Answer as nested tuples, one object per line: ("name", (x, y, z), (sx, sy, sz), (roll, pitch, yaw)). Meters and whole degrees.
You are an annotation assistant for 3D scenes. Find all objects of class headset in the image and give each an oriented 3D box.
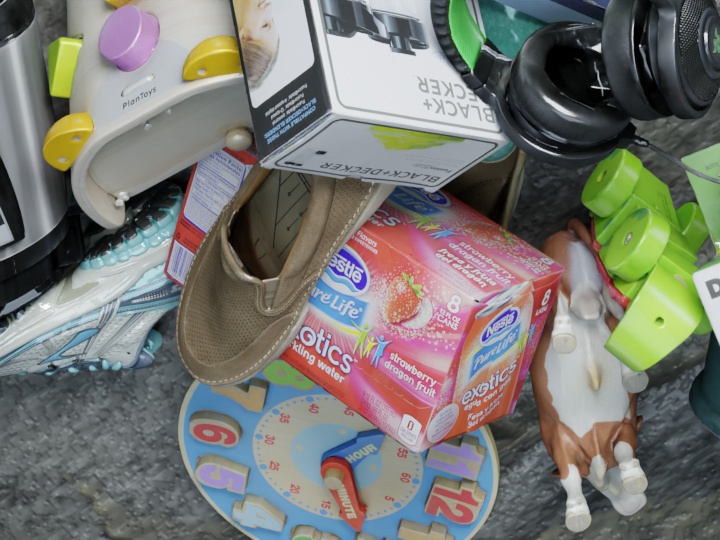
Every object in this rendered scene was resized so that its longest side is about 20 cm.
("headset", (0.124, -0.101, 0.996), (0.200, 0.094, 0.123), (43, 140, -22))

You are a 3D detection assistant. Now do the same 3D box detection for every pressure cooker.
("pressure cooker", (-0.247, -0.056, 1.173), (0.175, 0.179, 0.201), (10, 120, 29))

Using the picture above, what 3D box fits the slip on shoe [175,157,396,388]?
("slip on shoe", (-0.051, -0.009, 1.105), (0.076, 0.060, 0.200), (55, 129, 15))

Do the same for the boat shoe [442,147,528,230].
("boat shoe", (0.047, -0.022, 1.223), (0.073, 0.063, 0.201), (17, 116, -5))

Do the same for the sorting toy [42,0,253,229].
("sorting toy", (-0.102, -0.149, 1.124), (0.199, 0.181, 0.107), (-25, 154, 29))

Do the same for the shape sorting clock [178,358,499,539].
("shape sorting clock", (-0.014, 0.114, 1.288), (0.199, 0.039, 0.201), (5, 131, 6))

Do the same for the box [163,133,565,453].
("box", (0.000, 0.000, 1.170), (0.200, 0.095, 0.100), (33, 120, 28))

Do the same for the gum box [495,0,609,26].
("gum box", (0.069, -0.237, 1.031), (0.169, 0.044, 0.201), (18, 74, -32))

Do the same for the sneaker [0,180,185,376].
("sneaker", (-0.165, 0.035, 1.262), (0.199, 0.078, 0.086), (-31, 113, 18))

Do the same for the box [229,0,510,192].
("box", (-0.005, -0.145, 1.036), (0.116, 0.201, 0.060), (7, 154, -40))

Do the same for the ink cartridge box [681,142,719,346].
("ink cartridge box", (0.233, 0.023, 1.046), (0.103, 0.059, 0.201), (-22, 89, 26))

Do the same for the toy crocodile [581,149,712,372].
("toy crocodile", (0.153, -0.009, 1.145), (0.067, 0.200, 0.062), (34, 110, -17))

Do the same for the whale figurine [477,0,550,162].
("whale figurine", (0.040, -0.132, 1.122), (0.199, 0.104, 0.160), (-23, 71, 7))

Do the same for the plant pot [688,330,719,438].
("plant pot", (0.285, -0.014, 1.146), (0.199, 0.200, 0.197), (3, 109, 3))

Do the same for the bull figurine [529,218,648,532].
("bull figurine", (0.133, 0.073, 1.225), (0.065, 0.122, 0.201), (-11, 117, 2))
